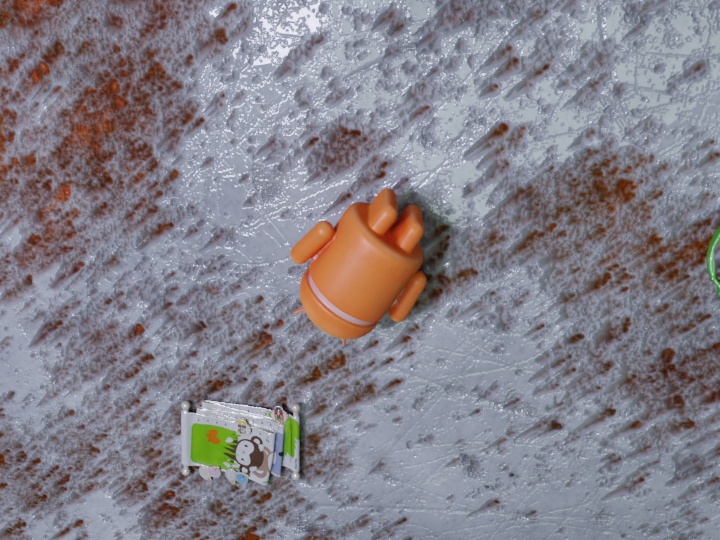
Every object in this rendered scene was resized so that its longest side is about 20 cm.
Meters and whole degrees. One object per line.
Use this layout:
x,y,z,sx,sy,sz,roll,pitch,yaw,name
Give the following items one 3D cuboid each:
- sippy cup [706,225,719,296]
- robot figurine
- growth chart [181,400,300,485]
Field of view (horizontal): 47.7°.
0.485,0.001,0.891,0.175,0.140,0.132,19,104,-23,sippy cup
-0.002,-0.001,0.992,0.201,0.142,0.117,-55,55,23,robot figurine
-0.174,0.250,1.177,0.195,0.018,0.148,1,111,12,growth chart
